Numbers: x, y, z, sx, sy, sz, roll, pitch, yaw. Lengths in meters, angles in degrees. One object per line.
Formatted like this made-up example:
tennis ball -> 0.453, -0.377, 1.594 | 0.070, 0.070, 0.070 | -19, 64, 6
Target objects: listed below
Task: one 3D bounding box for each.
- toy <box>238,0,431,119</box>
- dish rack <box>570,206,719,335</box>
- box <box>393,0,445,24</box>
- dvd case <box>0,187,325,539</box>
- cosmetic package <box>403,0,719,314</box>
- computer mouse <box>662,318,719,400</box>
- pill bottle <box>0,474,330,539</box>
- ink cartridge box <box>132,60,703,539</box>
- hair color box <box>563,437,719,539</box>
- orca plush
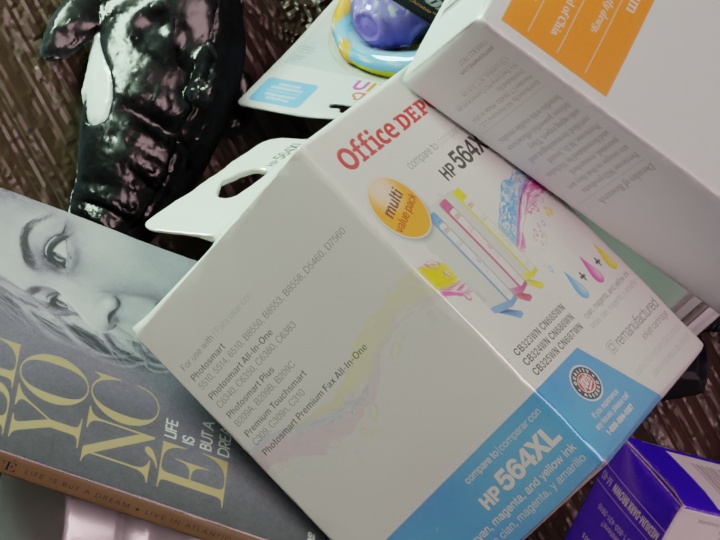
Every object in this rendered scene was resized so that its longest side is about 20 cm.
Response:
toy -> 0.039, -0.139, 1.379 | 0.200, 0.115, 0.047 | -46, 135, -39
dish rack -> 0.088, -0.023, 1.358 | 0.200, 0.044, 0.172 | -39, 91, -20
box -> 0.109, -0.167, 1.359 | 0.158, 0.046, 0.201 | 31, 54, -15
dvd case -> -0.103, 0.039, 1.258 | 0.199, 0.016, 0.149 | 19, 41, -13
cosmetic package -> 0.129, -0.070, 1.252 | 0.200, 0.071, 0.102 | 35, 59, -13
computer mouse -> 0.138, 0.057, 1.449 | 0.199, 0.046, 0.141 | 0, 63, -36
pill bottle -> -0.054, 0.122, 1.308 | 0.199, 0.116, 0.117 | 8, 78, -25
ink cartridge box -> 0.016, 0.019, 1.242 | 0.200, 0.125, 0.129 | 46, 33, 2
hair color box -> 0.121, 0.178, 1.300 | 0.109, 0.065, 0.201 | 16, 109, -32
orca plush -> -0.096, -0.077, 1.344 | 0.105, 0.071, 0.200 | 41, 66, -15
